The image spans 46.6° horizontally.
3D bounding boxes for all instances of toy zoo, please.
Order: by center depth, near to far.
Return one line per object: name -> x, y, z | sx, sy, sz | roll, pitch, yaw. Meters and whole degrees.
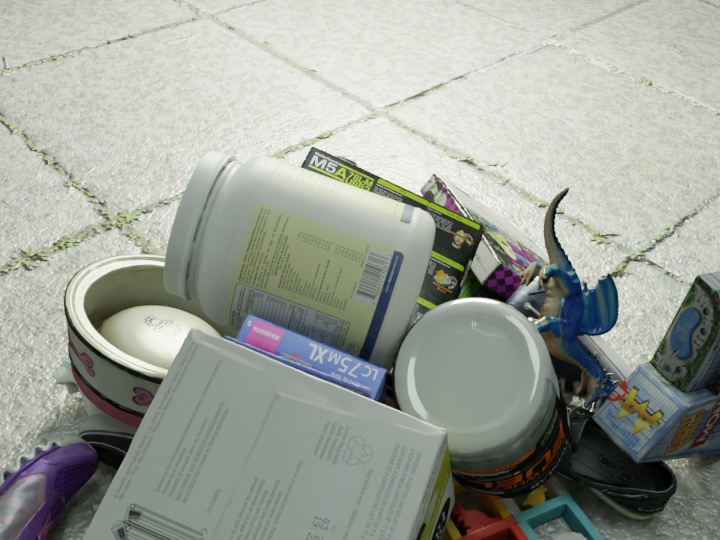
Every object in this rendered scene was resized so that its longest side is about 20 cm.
toy zoo -> 0.141, 0.235, 0.761 | 0.129, 0.021, 0.201 | -14, 42, -22

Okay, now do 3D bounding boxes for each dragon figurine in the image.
dragon figurine -> 0.206, 0.031, 0.796 | 0.097, 0.205, 0.059 | 8, -7, -13

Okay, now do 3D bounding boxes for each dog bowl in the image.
dog bowl -> -0.181, 0.069, 0.780 | 0.196, 0.075, 0.201 | 18, 27, -9

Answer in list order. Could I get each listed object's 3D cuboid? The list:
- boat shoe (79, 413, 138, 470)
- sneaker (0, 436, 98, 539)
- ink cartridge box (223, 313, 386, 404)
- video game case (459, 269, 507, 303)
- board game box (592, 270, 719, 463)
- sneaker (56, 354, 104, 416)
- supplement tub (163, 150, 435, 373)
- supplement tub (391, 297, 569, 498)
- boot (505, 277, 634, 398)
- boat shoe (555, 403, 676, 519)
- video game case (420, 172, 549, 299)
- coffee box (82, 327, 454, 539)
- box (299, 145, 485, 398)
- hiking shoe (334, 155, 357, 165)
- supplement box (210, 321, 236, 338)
boat shoe -> -0.175, 0.190, 0.755 | 0.196, 0.071, 0.067 | 18, 55, 9
sneaker -> -0.290, 0.225, 0.690 | 0.088, 0.081, 0.200 | 32, 51, 22
ink cartridge box -> -0.038, 0.096, 0.670 | 0.117, 0.201, 0.043 | 20, 67, 11
video game case -> 0.106, 0.080, 0.862 | 0.182, 0.023, 0.200 | 43, 48, 6
board game box -> 0.316, 0.098, 0.774 | 0.197, 0.203, 0.062 | -8, 38, -36
sneaker -> -0.218, 0.134, 0.826 | 0.198, 0.071, 0.081 | 33, 71, 23
supplement tub -> -0.049, -0.008, 0.695 | 0.196, 0.147, 0.146 | 19, 39, 1
supplement tub -> 0.106, 0.114, 0.682 | 0.120, 0.200, 0.125 | -8, 63, 17
boot -> 0.211, 0.104, 0.854 | 0.090, 0.073, 0.201 | -39, 91, -21
boat shoe -> 0.205, 0.162, 0.780 | 0.198, 0.066, 0.075 | 35, 63, 7
video game case -> 0.174, -0.014, 0.977 | 0.198, 0.036, 0.182 | 28, 23, -38
coffee box -> -0.056, 0.199, 0.597 | 0.196, 0.199, 0.202 | 18, 65, 17
box -> 0.000, 0.000, 0.807 | 0.197, 0.048, 0.195 | 24, 59, 2
hiking shoe -> -0.018, -0.021, 0.901 | 0.074, 0.101, 0.203 | 0, 58, -11
supplement box -> -0.086, 0.099, 0.871 | 0.198, 0.070, 0.066 | 28, 41, 31
